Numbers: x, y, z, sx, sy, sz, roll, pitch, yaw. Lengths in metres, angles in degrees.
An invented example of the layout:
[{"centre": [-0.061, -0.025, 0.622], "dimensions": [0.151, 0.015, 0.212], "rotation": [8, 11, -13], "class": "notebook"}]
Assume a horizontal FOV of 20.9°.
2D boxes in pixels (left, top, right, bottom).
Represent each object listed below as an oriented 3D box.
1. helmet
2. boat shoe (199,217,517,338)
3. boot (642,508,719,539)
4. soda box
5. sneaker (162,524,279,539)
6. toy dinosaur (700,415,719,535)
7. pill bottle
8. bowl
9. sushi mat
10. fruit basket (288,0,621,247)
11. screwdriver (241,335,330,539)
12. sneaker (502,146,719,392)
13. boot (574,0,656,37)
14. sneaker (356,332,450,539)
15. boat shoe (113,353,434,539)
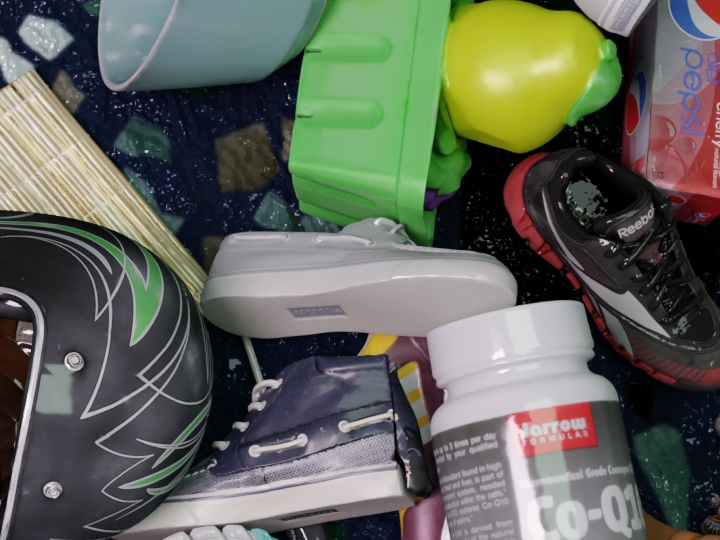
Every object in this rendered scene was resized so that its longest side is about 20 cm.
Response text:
[{"centre": [-0.177, 0.064, 1.118], "dimensions": [0.190, 0.200, 0.200], "rotation": [24, 71, 16], "class": "helmet"}, {"centre": [0.000, 0.000, 1.204], "dimensions": [0.200, 0.072, 0.069], "rotation": [-6, 57, 24], "class": "boat shoe"}, {"centre": [0.179, 0.172, 1.184], "dimensions": [0.077, 0.155, 0.200], "rotation": [5, 75, -31], "class": "boot"}, {"centre": [0.221, -0.136, 1.329], "dimensions": [0.070, 0.063, 0.200], "rotation": [9, 74, -9], "class": "soda box"}, {"centre": [-0.123, 0.215, 1.149], "dimensions": [0.200, 0.091, 0.078], "rotation": [-19, 60, -9], "class": "sneaker"}, {"centre": [0.270, 0.186, 1.245], "dimensions": [0.136, 0.102, 0.200], "rotation": [-13, 56, -32], "class": "toy dinosaur"}, {"centre": [0.103, 0.125, 1.140], "dimensions": [0.114, 0.114, 0.200], "rotation": [-8, 80, -14], "class": "pill bottle"}, {"centre": [-0.082, -0.196, 1.224], "dimensions": [0.105, 0.201, 0.201], "rotation": [14, 72, -24], "class": "bowl"}, {"centre": [-0.183, -0.029, 1.239], "dimensions": [0.096, 0.012, 0.200], "rotation": [-40, 87, -16], "class": "sushi mat"}, {"centre": [0.064, -0.118, 1.241], "dimensions": [0.215, 0.156, 0.216], "rotation": [-1, 73, 3], "class": "fruit basket"}, {"centre": [-0.055, 0.092, 1.229], "dimensions": [0.028, 0.029, 0.200], "rotation": [-14, 80, -15], "class": "screwdriver"}, {"centre": [0.178, -0.003, 1.268], "dimensions": [0.071, 0.098, 0.200], "rotation": [-41, 88, -20], "class": "sneaker"}, {"centre": [0.165, -0.220, 1.235], "dimensions": [0.096, 0.074, 0.200], "rotation": [35, 34, 5], "class": "boot"}, {"centre": [0.022, 0.101, 1.226], "dimensions": [0.090, 0.075, 0.200], "rotation": [5, 68, -2], "class": "sneaker"}, {"centre": [-0.058, 0.108, 1.181], "dimensions": [0.200, 0.075, 0.093], "rotation": [-10, 73, 8], "class": "boat shoe"}]
